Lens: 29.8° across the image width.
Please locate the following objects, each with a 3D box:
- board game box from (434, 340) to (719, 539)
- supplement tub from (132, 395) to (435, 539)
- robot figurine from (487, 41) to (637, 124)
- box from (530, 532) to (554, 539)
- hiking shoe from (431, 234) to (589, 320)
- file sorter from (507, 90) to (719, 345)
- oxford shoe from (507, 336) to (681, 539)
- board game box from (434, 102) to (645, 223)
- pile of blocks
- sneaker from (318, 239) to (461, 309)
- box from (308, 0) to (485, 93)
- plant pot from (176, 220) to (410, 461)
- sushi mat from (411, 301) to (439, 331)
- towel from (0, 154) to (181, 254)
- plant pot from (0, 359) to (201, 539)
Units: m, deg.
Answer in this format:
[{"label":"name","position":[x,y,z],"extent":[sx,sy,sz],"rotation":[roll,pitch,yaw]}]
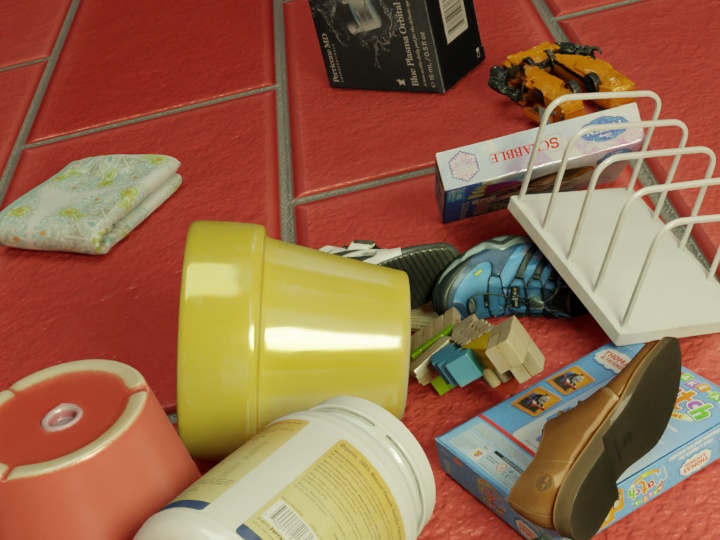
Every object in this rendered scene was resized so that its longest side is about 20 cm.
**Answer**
[{"label":"board game box","position":[0.182,0.131,1.061],"extent":[0.199,0.037,0.151],"rotation":[-27,31,-20]},{"label":"supplement tub","position":[-0.049,0.187,0.943],"extent":[0.143,0.146,0.200],"rotation":[8,28,35]},{"label":"robot figurine","position":[0.243,-0.224,1.649],"extent":[0.144,0.059,0.200],"rotation":[-21,30,-13]},{"label":"box","position":[0.102,0.265,0.851],"extent":[0.159,0.045,0.200],"rotation":[-22,29,-15]},{"label":"hiking shoe","position":[0.164,0.009,1.247],"extent":[0.198,0.075,0.087],"rotation":[-16,27,-3]},{"label":"file sorter","position":[0.246,-0.051,1.179],"extent":[0.138,0.125,0.200],"rotation":[-6,40,-24]},{"label":"oxford shoe","position":[0.175,0.111,0.993],"extent":[0.071,0.072,0.200],"rotation":[11,40,40]},{"label":"board game box","position":[0.174,-0.104,1.372],"extent":[0.198,0.042,0.200],"rotation":[-14,-7,2]},{"label":"pile of blocks","position":[0.093,0.083,1.143],"extent":[0.082,0.062,0.200],"rotation":[-40,11,-12]},{"label":"sneaker","position":[0.000,0.000,1.305],"extent":[0.198,0.074,0.089],"rotation":[-18,43,10]},{"label":"box","position":[0.043,-0.354,1.828],"extent":[0.199,0.198,0.117],"rotation":[9,36,36]},{"label":"plant pot","position":[-0.056,0.062,1.153],"extent":[0.187,0.202,0.201],"rotation":[2,28,-4]},{"label":"sushi mat","position":[0.011,0.024,1.358],"extent":[0.199,0.012,0.096],"rotation":[6,33,33]},{"label":"towel","position":[-0.337,-0.085,1.680],"extent":[0.170,0.048,0.200],"rotation":[2,33,29]},{"label":"plant pot","position":[-0.200,0.178,1.007],"extent":[0.199,0.179,0.201],"rotation":[-10,28,6]}]
